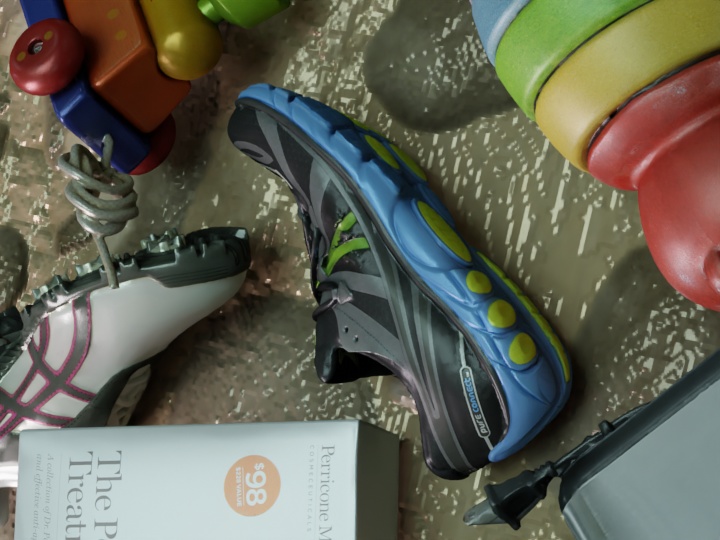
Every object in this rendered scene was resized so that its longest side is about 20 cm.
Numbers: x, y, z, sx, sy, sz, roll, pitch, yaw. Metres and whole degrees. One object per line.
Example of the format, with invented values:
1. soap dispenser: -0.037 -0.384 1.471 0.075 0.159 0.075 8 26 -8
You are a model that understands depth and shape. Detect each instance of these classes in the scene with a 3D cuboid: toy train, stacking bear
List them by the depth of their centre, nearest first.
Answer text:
1. stacking bear: 0.110 -0.078 1.044 0.114 0.121 0.200 -37 68 25
2. toy train: -0.077 -0.092 1.196 0.116 0.085 0.200 -34 49 14

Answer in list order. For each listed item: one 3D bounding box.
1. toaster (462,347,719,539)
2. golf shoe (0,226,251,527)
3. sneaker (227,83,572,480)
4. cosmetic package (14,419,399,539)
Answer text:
1. toaster: 0.175 0.072 0.911 0.200 0.181 0.119 -40 60 25
2. golf shoe: -0.115 0.043 1.231 0.200 0.077 0.088 -27 88 32
3. sneaker: 0.000 0.000 1.134 0.083 0.071 0.200 -46 59 15
4. cosmetic package: -0.063 0.161 1.139 0.150 0.052 0.201 -3 78 19
